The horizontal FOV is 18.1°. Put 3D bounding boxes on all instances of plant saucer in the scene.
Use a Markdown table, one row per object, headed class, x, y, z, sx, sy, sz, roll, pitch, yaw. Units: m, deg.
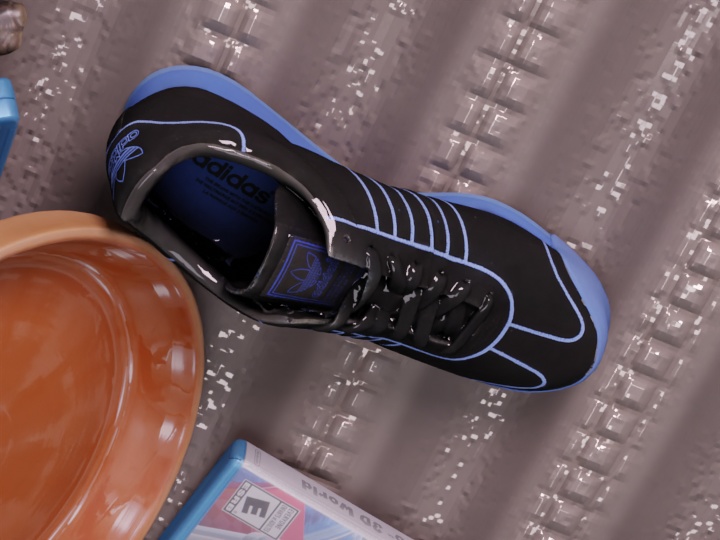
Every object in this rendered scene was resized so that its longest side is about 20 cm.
| class | x | y | z | sx | sy | sz | roll | pitch | yaw |
| --- | --- | --- | --- | --- | --- | --- | --- | --- | --- |
| plant saucer | -0.137 | 0.068 | 0.794 | 0.032 | 0.200 | 0.201 | 32 | 123 | 31 |

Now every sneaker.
| class | x | y | z | sx | sy | sz | roll | pitch | yaw |
| --- | --- | --- | --- | --- | --- | --- | --- | --- | --- |
| sneaker | 0.000 | 0.000 | 0.795 | 0.199 | 0.078 | 0.070 | 25 | 116 | -11 |

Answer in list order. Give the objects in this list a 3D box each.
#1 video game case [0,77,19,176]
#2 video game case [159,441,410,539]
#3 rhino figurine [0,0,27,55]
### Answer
| class | x | y | z | sx | sy | sz | roll | pitch | yaw |
| --- | --- | --- | --- | --- | --- | --- | --- | --- | --- |
| video game case | -0.220 | -0.015 | 0.739 | 0.199 | 0.018 | 0.143 | -9 | 161 | -20 |
| video game case | -0.005 | 0.170 | 0.910 | 0.199 | 0.018 | 0.143 | 32 | 113 | -15 |
| rhino figurine | -0.108 | -0.155 | 0.704 | 0.060 | 0.087 | 0.200 | 43 | 116 | 22 |
